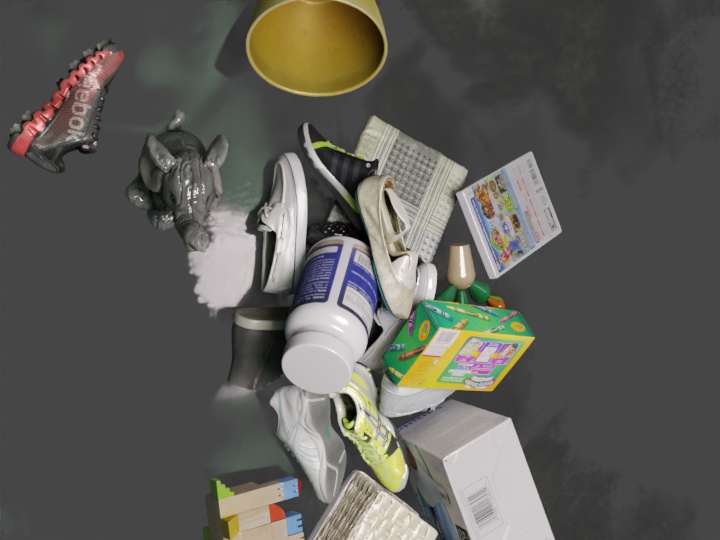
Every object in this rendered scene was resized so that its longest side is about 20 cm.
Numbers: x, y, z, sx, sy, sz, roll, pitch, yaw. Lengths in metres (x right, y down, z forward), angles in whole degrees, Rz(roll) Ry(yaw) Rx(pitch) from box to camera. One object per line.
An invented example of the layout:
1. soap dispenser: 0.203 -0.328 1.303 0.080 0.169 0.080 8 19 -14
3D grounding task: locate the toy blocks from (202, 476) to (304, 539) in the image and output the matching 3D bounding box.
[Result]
1. toy blocks: -0.141 0.381 1.263 0.134 0.099 0.205 -7 91 -33

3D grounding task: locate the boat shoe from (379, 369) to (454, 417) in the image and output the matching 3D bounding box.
1. boat shoe: 0.095 0.177 1.351 0.199 0.070 0.073 -7 121 -48

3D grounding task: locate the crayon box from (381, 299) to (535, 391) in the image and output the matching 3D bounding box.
1. crayon box: 0.143 0.112 1.287 0.197 0.059 0.120 8 128 -37

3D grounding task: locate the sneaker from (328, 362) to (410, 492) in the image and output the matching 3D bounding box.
1. sneaker: 0.006 0.239 1.315 0.076 0.075 0.203 -27 90 -51

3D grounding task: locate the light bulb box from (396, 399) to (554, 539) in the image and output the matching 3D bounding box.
1. light bulb box: 0.160 0.317 1.319 0.123 0.199 0.202 -23 98 -18

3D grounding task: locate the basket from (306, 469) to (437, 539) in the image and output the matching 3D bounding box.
1. basket: 0.005 0.417 1.296 0.135 0.123 0.202 38 77 -16

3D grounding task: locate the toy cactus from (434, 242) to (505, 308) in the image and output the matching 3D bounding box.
1. toy cactus: 0.152 0.041 1.370 0.197 0.102 0.169 -10 103 -32

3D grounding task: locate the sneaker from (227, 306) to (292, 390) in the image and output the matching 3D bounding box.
1. sneaker: -0.101 0.114 1.295 0.196 0.075 0.108 5 106 -29

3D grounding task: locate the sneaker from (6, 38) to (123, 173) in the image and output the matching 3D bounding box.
1. sneaker: -0.370 -0.212 1.179 0.098 0.071 0.202 41 78 -16

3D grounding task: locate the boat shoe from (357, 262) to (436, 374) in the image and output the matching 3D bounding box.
1. boat shoe: 0.046 0.067 1.305 0.067 0.201 0.073 14 40 -21

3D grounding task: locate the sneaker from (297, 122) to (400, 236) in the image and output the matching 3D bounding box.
1. sneaker: -0.011 -0.143 1.297 0.082 0.072 0.201 -37 86 8

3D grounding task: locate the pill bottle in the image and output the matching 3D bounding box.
1. pill bottle: -0.039 0.059 1.204 0.115 0.115 0.202 35 41 -18

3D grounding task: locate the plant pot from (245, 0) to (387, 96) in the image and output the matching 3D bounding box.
1. plant pot: -0.062 -0.366 1.259 0.196 0.200 0.145 10 60 -21

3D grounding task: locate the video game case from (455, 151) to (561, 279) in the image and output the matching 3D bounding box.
1. video game case: 0.240 -0.091 1.416 0.199 0.018 0.146 -30 101 -41

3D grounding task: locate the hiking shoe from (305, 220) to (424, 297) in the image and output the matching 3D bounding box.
1. hiking shoe: 0.000 0.000 1.317 0.197 0.076 0.102 21 109 -15

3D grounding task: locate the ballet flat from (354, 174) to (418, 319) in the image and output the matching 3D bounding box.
1. ballet flat: 0.045 -0.033 1.221 0.067 0.061 0.204 -19 91 -57

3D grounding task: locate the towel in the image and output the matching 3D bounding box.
1. towel: 0.055 -0.110 1.377 0.190 0.034 0.203 27 82 -17

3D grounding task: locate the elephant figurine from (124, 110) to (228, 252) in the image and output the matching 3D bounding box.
1. elephant figurine: -0.226 -0.121 1.166 0.141 0.199 0.156 -42 104 -16

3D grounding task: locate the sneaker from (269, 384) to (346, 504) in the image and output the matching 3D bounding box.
1. sneaker: -0.075 0.249 1.300 0.070 0.079 0.204 -47 130 -53

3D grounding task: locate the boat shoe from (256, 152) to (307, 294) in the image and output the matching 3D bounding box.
1. boat shoe: -0.119 -0.067 1.284 0.064 0.072 0.205 -2 98 -26
